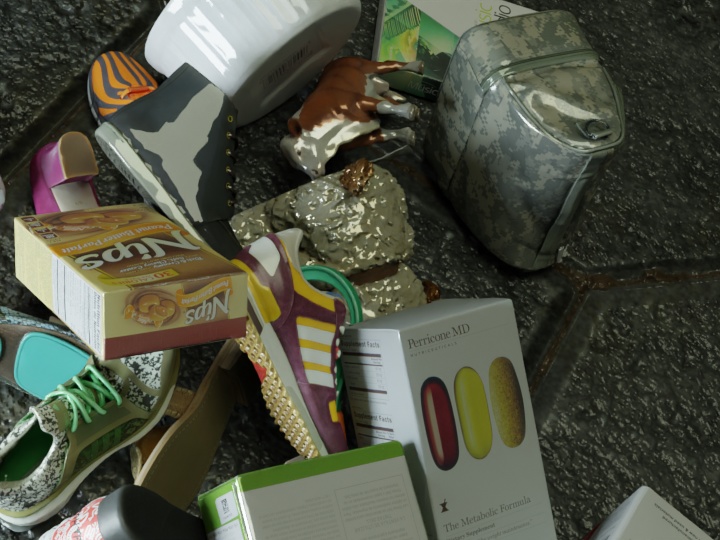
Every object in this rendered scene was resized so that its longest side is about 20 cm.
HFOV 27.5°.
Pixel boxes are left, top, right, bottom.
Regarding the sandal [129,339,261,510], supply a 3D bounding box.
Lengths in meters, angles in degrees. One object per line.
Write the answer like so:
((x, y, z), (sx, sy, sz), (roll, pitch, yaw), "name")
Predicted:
((-0.151, 0.122, 1.192), (0.069, 0.078, 0.212), (14, 51, 26), "sandal")

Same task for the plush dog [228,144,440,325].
((0.000, 0.000, 1.287), (0.198, 0.160, 0.174), (-21, 90, -31), "plush dog")

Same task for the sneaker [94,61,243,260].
((-0.118, -0.071, 1.222), (0.106, 0.075, 0.201), (-41, 101, -11), "sneaker")

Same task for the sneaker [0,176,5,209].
((-0.407, -0.089, 1.226), (0.198, 0.081, 0.147), (-17, 57, -25), "sneaker")

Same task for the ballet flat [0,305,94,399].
((-0.275, 0.055, 1.184), (0.198, 0.074, 0.075), (21, 52, -11), "ballet flat")

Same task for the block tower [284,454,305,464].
((-0.024, 0.249, 1.153), (0.057, 0.054, 0.201), (-19, 66, -31), "block tower")

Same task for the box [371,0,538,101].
((0.111, -0.232, 1.537), (0.198, 0.036, 0.146), (14, 54, -10), "box")

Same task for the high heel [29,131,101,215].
((-0.246, -0.013, 1.260), (0.067, 0.096, 0.202), (-12, 84, -30), "high heel")

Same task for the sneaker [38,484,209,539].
((-0.151, 0.233, 1.108), (0.201, 0.107, 0.068), (40, 32, -39), "sneaker")

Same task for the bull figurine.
((-0.006, -0.150, 1.383), (0.120, 0.066, 0.201), (4, 33, 6), "bull figurine")

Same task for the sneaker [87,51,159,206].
((-0.178, -0.140, 1.317), (0.077, 0.112, 0.201), (-20, 67, -31), "sneaker")

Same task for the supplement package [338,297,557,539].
((0.067, 0.132, 1.176), (0.113, 0.109, 0.203), (-14, 96, -28), "supplement package")

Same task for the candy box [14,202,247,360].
((-0.179, 0.003, 1.123), (0.114, 0.056, 0.199), (-9, 21, -29), "candy box")

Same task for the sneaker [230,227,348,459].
((-0.038, 0.066, 1.160), (0.090, 0.075, 0.202), (-33, 114, -20), "sneaker")

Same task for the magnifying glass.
((-0.030, 0.096, 1.215), (0.079, 0.022, 0.203), (-8, 90, 11), "magnifying glass")

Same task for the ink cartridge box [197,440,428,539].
((-0.020, 0.241, 1.074), (0.146, 0.076, 0.202), (-7, 76, -32), "ink cartridge box")

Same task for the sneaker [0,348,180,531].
((-0.212, 0.110, 1.104), (0.077, 0.089, 0.200), (39, 83, 14), "sneaker")

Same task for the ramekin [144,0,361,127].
((-0.092, -0.222, 1.357), (0.200, 0.201, 0.098), (-36, 81, -35), "ramekin")

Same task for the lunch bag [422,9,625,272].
((0.160, -0.116, 1.380), (0.138, 0.201, 0.169), (-11, 58, -23), "lunch bag")

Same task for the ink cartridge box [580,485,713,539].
((0.180, 0.288, 1.145), (0.083, 0.147, 0.200), (37, 54, 4), "ink cartridge box")
